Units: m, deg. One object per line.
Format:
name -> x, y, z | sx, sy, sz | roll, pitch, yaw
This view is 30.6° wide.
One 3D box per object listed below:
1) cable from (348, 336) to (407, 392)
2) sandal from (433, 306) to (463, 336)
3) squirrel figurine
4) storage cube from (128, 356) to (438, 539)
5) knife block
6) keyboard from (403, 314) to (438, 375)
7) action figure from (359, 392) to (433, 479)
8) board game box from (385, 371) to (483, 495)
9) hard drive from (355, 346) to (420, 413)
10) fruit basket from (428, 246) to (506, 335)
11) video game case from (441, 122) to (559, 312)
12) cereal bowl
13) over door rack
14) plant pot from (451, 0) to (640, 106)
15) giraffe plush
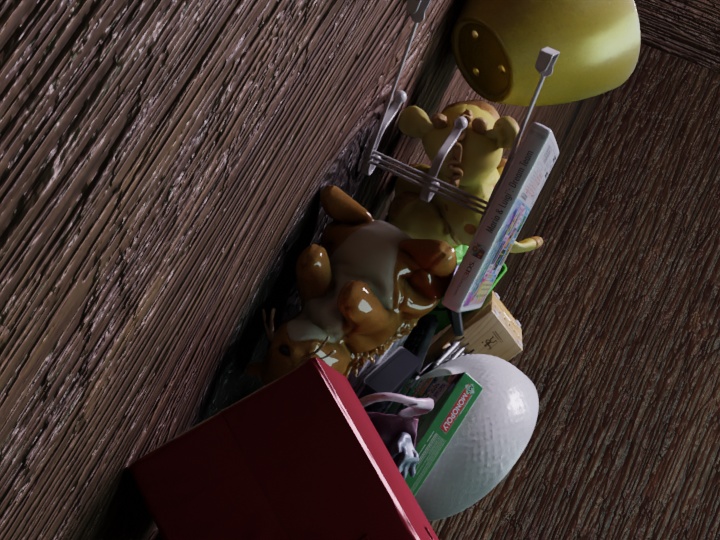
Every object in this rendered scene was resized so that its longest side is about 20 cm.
cable -> 0.003, 0.087, 1.489 | 0.200, 0.069, 0.200 | -59, 172, 9
sandal -> 0.079, -0.011, 1.553 | 0.075, 0.048, 0.201 | 77, -2, -72
squirrel figurine -> -0.015, 0.053, 1.218 | 0.187, 0.141, 0.200 | -57, 165, -15
storage cube -> -0.051, 0.192, 1.044 | 0.171, 0.180, 0.200 | -31, 167, 2
knife block -> 0.114, 0.114, 1.631 | 0.175, 0.064, 0.200 | -36, -176, 11
keyboard -> 0.028, 0.112, 1.616 | 0.200, 0.021, 0.127 | -10, -123, 68
action figure -> -0.046, 0.158, 1.255 | 0.134, 0.200, 0.149 | 18, 91, -36
board game box -> 0.033, 0.192, 1.320 | 0.200, 0.029, 0.135 | -55, -167, -20
hard drive -> -0.014, 0.185, 1.426 | 0.200, 0.033, 0.140 | -59, 171, 20
fruit basket -> 0.120, -0.036, 1.699 | 0.216, 0.155, 0.216 | -49, 177, -4
video game case -> 0.138, -0.046, 1.258 | 0.182, 0.024, 0.200 | -63, 171, 4
cereal bowl -> 0.092, 0.167, 1.434 | 0.200, 0.083, 0.200 | -38, -158, 18
over door rack -> 0.096, -0.155, 1.258 | 0.067, 0.147, 0.200 | -49, 161, -55
plant pot -> 0.185, -0.259, 1.445 | 0.142, 0.200, 0.200 | -32, 155, -23
giraffe plush -> 0.108, -0.111, 1.408 | 0.200, 0.172, 0.163 | -105, -174, -55
